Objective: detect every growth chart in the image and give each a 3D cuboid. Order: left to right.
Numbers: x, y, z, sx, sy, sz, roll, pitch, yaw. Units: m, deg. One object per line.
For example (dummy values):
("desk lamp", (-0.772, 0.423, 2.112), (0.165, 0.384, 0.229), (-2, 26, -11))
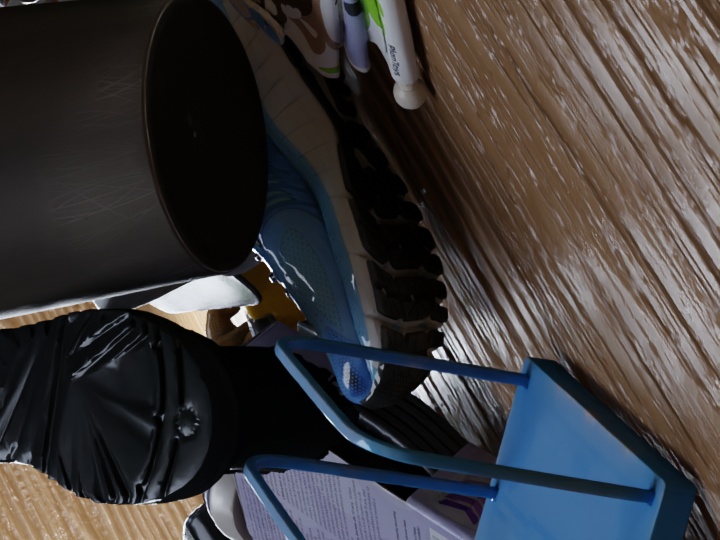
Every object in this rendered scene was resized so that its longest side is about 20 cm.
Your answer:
("growth chart", (-0.048, -0.133, 0.983), (0.200, 0.018, 0.145), (32, 156, 35))

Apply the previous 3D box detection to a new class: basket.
("basket", (-0.150, -0.044, 1.043), (0.180, 0.200, 0.136), (-58, -43, -58))

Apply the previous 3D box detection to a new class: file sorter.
("file sorter", (0.014, 0.138, 0.921), (0.139, 0.122, 0.200), (-135, 57, -67))

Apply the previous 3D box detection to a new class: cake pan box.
("cake pan box", (0.018, 0.137, 1.219), (0.184, 0.052, 0.200), (28, 145, 36))

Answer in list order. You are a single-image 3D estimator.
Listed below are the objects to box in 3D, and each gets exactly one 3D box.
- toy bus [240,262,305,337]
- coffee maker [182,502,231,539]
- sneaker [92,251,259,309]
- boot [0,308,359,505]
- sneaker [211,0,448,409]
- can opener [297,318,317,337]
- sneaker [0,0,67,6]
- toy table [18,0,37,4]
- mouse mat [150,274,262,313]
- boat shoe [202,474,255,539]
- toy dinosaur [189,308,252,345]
("toy bus", (-0.058, -0.041, 1.356), (0.200, 0.065, 0.078), (67, 171, -25))
("coffee maker", (-0.030, 0.225, 1.580), (0.200, 0.192, 0.135), (58, 145, 20))
("sneaker", (-0.082, -0.048, 1.189), (0.099, 0.071, 0.200), (51, -149, 11))
("boot", (-0.069, 0.057, 1.039), (0.198, 0.162, 0.074), (0, 85, 46))
("sneaker", (-0.032, -0.024, 1.093), (0.078, 0.090, 0.200), (21, -141, -60))
("can opener", (0.000, 0.000, 1.225), (0.066, 0.053, 0.200), (26, 165, 10))
("sneaker", (-0.102, -0.117, 1.226), (0.200, 0.078, 0.077), (27, 161, 40))
("toy table", (-0.135, -0.221, 1.103), (0.184, 0.117, 0.200), (63, 171, 0))
("mouse mat", (-0.149, -0.043, 1.340), (0.200, 0.008, 0.161), (43, 162, -15))
("boat shoe", (-0.054, 0.097, 1.371), (0.093, 0.075, 0.200), (18, -172, 24))
("toy dinosaur", (-0.067, 0.043, 1.481), (0.060, 0.200, 0.106), (24, 118, 28))
